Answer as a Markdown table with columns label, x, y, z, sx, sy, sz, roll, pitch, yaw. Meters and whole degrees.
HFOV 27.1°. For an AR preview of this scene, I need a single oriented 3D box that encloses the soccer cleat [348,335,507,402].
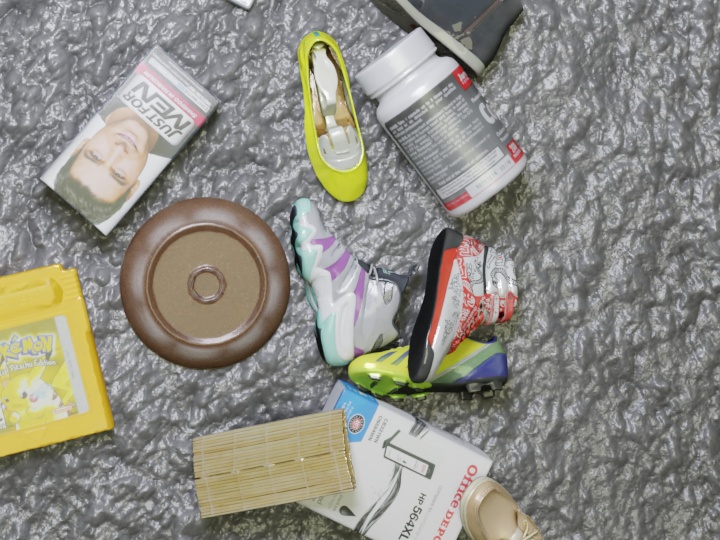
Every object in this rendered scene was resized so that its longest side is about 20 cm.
| label | x | y | z | sx | sy | sz | roll | pitch | yaw |
| --- | --- | --- | --- | --- | --- | --- | --- | --- | --- |
| soccer cleat | 0.078 | 0.107 | 1.748 | 0.199 | 0.065 | 0.084 | 3 | 67 | -19 |

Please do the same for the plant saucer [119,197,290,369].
| label | x | y | z | sx | sy | sz | roll | pitch | yaw |
| --- | --- | --- | --- | --- | --- | --- | --- | --- | --- |
| plant saucer | -0.179 | 0.016 | 1.725 | 0.199 | 0.037 | 0.202 | 0 | 92 | -8 |

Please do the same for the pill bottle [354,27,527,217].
| label | x | y | z | sx | sy | sz | roll | pitch | yaw |
| --- | --- | --- | --- | --- | --- | --- | --- | --- | --- |
| pill bottle | 0.091 | -0.172 | 1.714 | 0.114 | 0.114 | 0.200 | -38 | 98 | -5 |

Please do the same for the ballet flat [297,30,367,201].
| label | x | y | z | sx | sy | sz | roll | pitch | yaw |
| --- | --- | --- | --- | --- | --- | --- | --- | --- | --- |
| ballet flat | -0.033 | -0.177 | 1.720 | 0.066 | 0.067 | 0.201 | -12 | 95 | -8 |

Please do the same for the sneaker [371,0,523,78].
| label | x | y | z | sx | sy | sz | roll | pitch | yaw |
| --- | --- | --- | --- | --- | --- | --- | --- | --- | --- |
| sneaker | 0.089 | -0.325 | 1.734 | 0.200 | 0.075 | 0.106 | 38 | 82 | -17 |

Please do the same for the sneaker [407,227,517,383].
| label | x | y | z | sx | sy | sz | roll | pitch | yaw |
| --- | --- | --- | --- | --- | --- | --- | --- | --- | --- |
| sneaker | 0.124 | 0.052 | 1.720 | 0.107 | 0.067 | 0.202 | 22 | 57 | -13 |

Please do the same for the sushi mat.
| label | x | y | z | sx | sy | sz | roll | pitch | yaw |
| --- | --- | --- | --- | --- | --- | --- | --- | --- | --- |
| sushi mat | -0.101 | 0.220 | 1.698 | 0.199 | 0.012 | 0.096 | -13 | 74 | 22 |

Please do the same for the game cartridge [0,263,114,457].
| label | x | y | z | sx | sy | sz | roll | pitch | yaw |
| --- | --- | --- | --- | --- | --- | --- | --- | --- | --- |
| game cartridge | -0.388 | 0.104 | 1.701 | 0.175 | 0.032 | 0.201 | -14 | 96 | -7 |

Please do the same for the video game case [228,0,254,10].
| label | x | y | z | sx | sy | sz | roll | pitch | yaw |
| --- | --- | --- | --- | --- | --- | --- | --- | --- | --- |
| video game case | -0.177 | -0.425 | 1.710 | 0.199 | 0.023 | 0.183 | 27 | 89 | -10 |

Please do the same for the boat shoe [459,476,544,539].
| label | x | y | z | sx | sy | sz | roll | pitch | yaw |
| --- | --- | --- | --- | --- | --- | --- | --- | --- | --- |
| boat shoe | 0.182 | 0.315 | 1.733 | 0.074 | 0.069 | 0.200 | -48 | 129 | -17 |

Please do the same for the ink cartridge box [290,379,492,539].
| label | x | y | z | sx | sy | sz | roll | pitch | yaw |
| --- | --- | --- | --- | --- | --- | --- | --- | --- | --- |
| ink cartridge box | 0.034 | 0.238 | 1.741 | 0.199 | 0.084 | 0.147 | 26 | 89 | -8 |

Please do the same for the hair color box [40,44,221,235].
| label | x | y | z | sx | sy | sz | roll | pitch | yaw |
| --- | --- | --- | --- | --- | --- | --- | --- | --- | --- |
| hair color box | -0.260 | -0.147 | 1.692 | 0.099 | 0.061 | 0.200 | 41 | 87 | -8 |

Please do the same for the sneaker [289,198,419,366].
| label | x | y | z | sx | sy | sz | roll | pitch | yaw |
| --- | --- | --- | --- | --- | --- | --- | --- | --- | --- |
| sneaker | 0.000 | 0.000 | 1.734 | 0.139 | 0.078 | 0.201 | -16 | 104 | -9 |
